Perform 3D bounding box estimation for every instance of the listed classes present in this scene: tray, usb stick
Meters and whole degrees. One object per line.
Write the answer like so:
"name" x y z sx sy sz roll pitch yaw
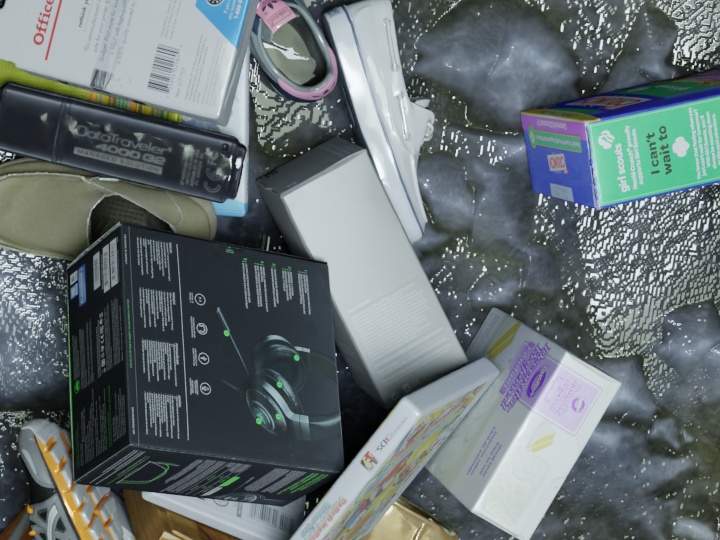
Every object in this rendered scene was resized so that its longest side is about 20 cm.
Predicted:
"tray" -0.130 0.204 1.614 0.098 0.200 0.037 29 97 -17
"usb stick" -0.187 -0.098 1.580 0.198 0.033 0.056 14 105 0

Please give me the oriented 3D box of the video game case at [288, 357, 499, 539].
"video game case" 0.020 0.154 1.589 0.023 0.200 0.182 41 109 12

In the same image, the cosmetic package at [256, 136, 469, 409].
"cosmetic package" 0.000 0.000 1.661 0.090 0.107 0.201 -26 107 -9

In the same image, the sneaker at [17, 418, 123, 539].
"sneaker" -0.216 0.208 1.535 0.077 0.078 0.202 -21 95 12

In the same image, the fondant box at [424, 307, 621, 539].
"fondant box" 0.120 0.119 1.662 0.058 0.200 0.145 31 91 -17

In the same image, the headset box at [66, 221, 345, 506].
"headset box" -0.110 0.074 1.542 0.199 0.093 0.176 10 63 -33

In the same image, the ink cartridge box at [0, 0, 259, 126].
"ink cartridge box" -0.183 -0.189 1.532 0.198 0.068 0.117 15 90 2

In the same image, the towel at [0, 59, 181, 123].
"towel" -0.234 -0.147 1.588 0.198 0.018 0.087 7 108 2

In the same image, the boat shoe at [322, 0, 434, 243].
"boat shoe" 0.028 -0.121 1.663 0.065 0.074 0.202 -19 105 -6

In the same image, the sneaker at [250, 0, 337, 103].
"sneaker" -0.080 -0.218 1.614 0.070 0.082 0.200 -41 106 -6

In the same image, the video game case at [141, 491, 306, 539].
"video game case" -0.096 0.108 1.620 0.143 0.018 0.202 26 55 -31

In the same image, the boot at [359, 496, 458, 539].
"boot" 0.026 0.304 1.743 0.174 0.066 0.201 30 90 -17

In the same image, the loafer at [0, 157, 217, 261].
"loafer" -0.213 -0.043 1.598 0.198 0.068 0.076 4 107 5

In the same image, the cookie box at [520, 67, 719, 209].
"cookie box" 0.250 -0.111 1.670 0.198 0.171 0.076 -13 100 -11

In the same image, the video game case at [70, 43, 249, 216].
"video game case" -0.157 -0.144 1.604 0.142 0.018 0.202 4 108 6

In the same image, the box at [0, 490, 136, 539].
"box" -0.256 0.266 1.634 0.097 0.124 0.200 42 87 -16
